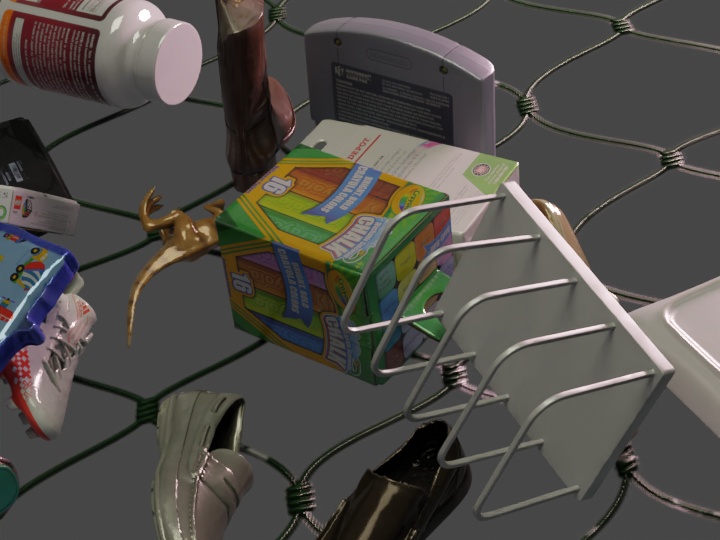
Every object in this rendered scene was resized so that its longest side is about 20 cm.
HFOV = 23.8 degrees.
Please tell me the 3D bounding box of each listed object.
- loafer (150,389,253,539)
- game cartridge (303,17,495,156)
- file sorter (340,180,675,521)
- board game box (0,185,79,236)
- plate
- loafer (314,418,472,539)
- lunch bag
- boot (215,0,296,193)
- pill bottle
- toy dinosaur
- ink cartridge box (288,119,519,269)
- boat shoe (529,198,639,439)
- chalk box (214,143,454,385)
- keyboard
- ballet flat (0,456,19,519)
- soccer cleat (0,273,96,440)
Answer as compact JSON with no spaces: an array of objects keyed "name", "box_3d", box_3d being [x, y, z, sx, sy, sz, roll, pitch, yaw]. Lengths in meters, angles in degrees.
[{"name":"loafer","box_3d":[-0.115,0.157,1.273,0.070,0.070,0.200,-13,37,5]},{"name":"game cartridge","box_3d":[0.038,-0.167,1.608,0.200,0.133,0.042,19,37,29]},{"name":"file sorter","box_3d":[0.095,0.057,1.227,0.124,0.139,0.200,-9,49,-37]},{"name":"board game box","box_3d":[-0.369,-0.064,1.530,0.200,0.035,0.126,8,-2,18]},{"name":"plate","box_3d":[0.333,0.055,1.366,0.200,0.032,0.200,-22,40,-19]},{"name":"loafer","box_3d":[0.011,0.176,1.228,0.073,0.071,0.200,15,43,26]},{"name":"lunch bag","box_3d":[-0.316,0.038,1.375,0.200,0.094,0.151,13,59,43]},{"name":"boot","box_3d":[-0.104,-0.203,1.620,0.064,0.200,0.187,-5,38,2]},{"name":"pill bottle","box_3d":[-0.268,-0.229,1.749,0.200,0.113,0.113,16,43,26]},{"name":"toy dinosaur","box_3d":[-0.158,-0.024,1.517,0.200,0.060,0.106,-31,46,-27]},{"name":"ink cartridge box","box_3d":[0.029,-0.062,1.530,0.200,0.067,0.117,16,44,25]},{"name":"boat shoe","box_3d":[0.163,0.041,1.296,0.065,0.200,0.072,-17,1,-37]},{"name":"chalk box","box_3d":[0.000,0.000,1.410,0.200,0.124,0.125,19,46,29]},{"name":"keyboard","box_3d":[-0.355,-0.081,1.652,0.127,0.021,0.200,-18,39,-16]},{"name":"ballet flat","box_3d":[-0.341,0.200,1.266,0.071,0.069,0.200,3,31,41]},{"name":"soccer cleat","box_3d":[-0.257,0.062,1.414,0.085,0.069,0.200,-25,34,1]}]
